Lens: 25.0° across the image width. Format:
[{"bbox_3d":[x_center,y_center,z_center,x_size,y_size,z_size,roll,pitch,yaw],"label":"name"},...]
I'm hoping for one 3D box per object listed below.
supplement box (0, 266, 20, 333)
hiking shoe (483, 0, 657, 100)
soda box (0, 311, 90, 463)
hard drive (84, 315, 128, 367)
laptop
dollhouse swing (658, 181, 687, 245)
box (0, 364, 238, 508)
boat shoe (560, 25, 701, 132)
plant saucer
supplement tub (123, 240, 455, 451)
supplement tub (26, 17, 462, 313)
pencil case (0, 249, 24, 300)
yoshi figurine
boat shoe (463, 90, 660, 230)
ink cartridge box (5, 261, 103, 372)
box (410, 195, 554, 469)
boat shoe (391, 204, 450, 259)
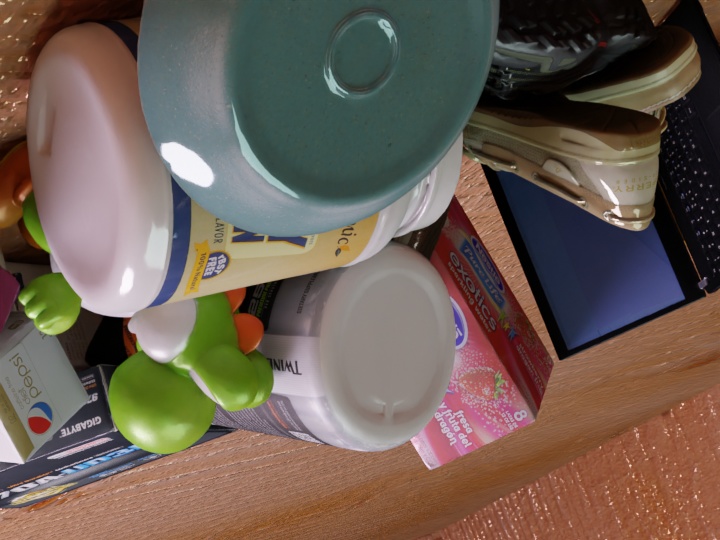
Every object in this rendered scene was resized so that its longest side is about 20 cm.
[{"bbox_3d":[-0.297,0.030,0.826,0.198,0.131,0.104,-27,-155,19],"label":"supplement box"},{"bbox_3d":[0.093,-0.132,0.961,0.199,0.076,0.100,-5,154,-49],"label":"hiking shoe"},{"bbox_3d":[-0.263,0.069,1.002,0.198,0.069,0.064,-2,-148,40],"label":"soda box"},{"bbox_3d":[-0.097,0.015,1.153,0.199,0.033,0.141,10,111,-61],"label":"hard drive"},{"bbox_3d":[0.186,-0.061,1.138,0.102,0.179,0.200,-16,165,-21],"label":"laptop"},{"bbox_3d":[0.317,-0.088,1.273,0.199,0.183,0.175,-28,143,21],"label":"dollhouse swing"},{"bbox_3d":[-0.206,0.117,1.107,0.198,0.047,0.159,-21,166,21],"label":"box"},{"bbox_3d":[0.168,-0.107,1.066,0.074,0.067,0.200,-40,-169,-18],"label":"boat shoe"},{"bbox_3d":[-0.006,-0.104,0.750,0.198,0.036,0.202,-16,121,-29],"label":"plant saucer"},{"bbox_3d":[-0.049,0.039,0.988,0.199,0.124,0.122,3,-174,45],"label":"supplement tub"},{"bbox_3d":[-0.060,-0.065,0.849,0.198,0.146,0.144,-12,163,-31],"label":"supplement tub"},{"bbox_3d":[-0.300,0.023,0.945,0.198,0.079,0.090,-21,-159,4],"label":"pencil case"},{"bbox_3d":[-0.139,0.026,0.918,0.112,0.200,0.113,-33,155,-35],"label":"yoshi figurine"},{"bbox_3d":[0.112,-0.075,1.009,0.073,0.064,0.200,-15,-159,-31],"label":"boat shoe"},{"bbox_3d":[-0.230,0.063,1.171,0.147,0.086,0.199,-28,163,24],"label":"ink cartridge box"},{"bbox_3d":[0.047,0.024,1.161,0.095,0.201,0.100,-27,-169,23],"label":"box"},{"bbox_3d":[-0.003,0.003,1.056,0.075,0.074,0.204,-51,165,-52],"label":"boat shoe"}]
